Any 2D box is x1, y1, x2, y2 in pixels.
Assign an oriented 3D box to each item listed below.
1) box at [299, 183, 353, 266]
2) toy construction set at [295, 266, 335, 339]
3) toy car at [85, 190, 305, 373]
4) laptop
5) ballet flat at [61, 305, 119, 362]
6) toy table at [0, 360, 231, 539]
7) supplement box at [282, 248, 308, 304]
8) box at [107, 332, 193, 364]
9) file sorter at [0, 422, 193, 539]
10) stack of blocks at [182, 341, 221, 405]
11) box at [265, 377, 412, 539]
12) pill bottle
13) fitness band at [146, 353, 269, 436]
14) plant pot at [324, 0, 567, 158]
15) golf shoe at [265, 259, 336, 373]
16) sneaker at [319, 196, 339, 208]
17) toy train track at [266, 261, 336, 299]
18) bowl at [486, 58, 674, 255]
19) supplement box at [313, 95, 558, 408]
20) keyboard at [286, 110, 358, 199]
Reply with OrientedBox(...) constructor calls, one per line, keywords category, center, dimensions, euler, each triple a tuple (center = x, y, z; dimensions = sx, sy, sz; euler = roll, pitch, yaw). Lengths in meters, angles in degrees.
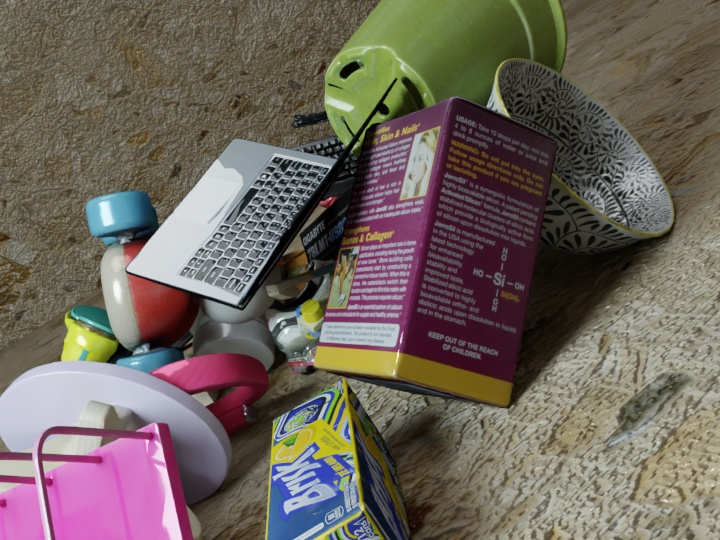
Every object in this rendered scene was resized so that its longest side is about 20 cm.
OrientedBox(category="box", center=(0.061, -0.066, 0.977), dimensions=(0.198, 0.050, 0.198), euler=(-11, -13, -28))
OrientedBox(category="toy construction set", center=(0.042, 0.010, 0.819), dimensions=(0.200, 0.092, 0.131), euler=(-46, 46, -7))
OrientedBox(category="toy car", center=(-0.152, 0.011, 0.915), dimensions=(0.198, 0.186, 0.177), euler=(-11, -2, -9))
OrientedBox(category="laptop", center=(-0.087, -0.076, 0.774), dimensions=(0.198, 0.117, 0.188), euler=(15, 52, 25))
OrientedBox(category="ballet flat", center=(-0.293, 0.079, 0.986), dimensions=(0.068, 0.066, 0.200), euler=(-67, 13, -3))
OrientedBox(category="toy table", center=(-0.211, 0.162, 0.735), dimensions=(0.198, 0.186, 0.117), euler=(4, 24, 2))
OrientedBox(category="supplement box", center=(-0.069, 0.018, 1.119), dimensions=(0.199, 0.068, 0.067), euler=(-18, 54, 46))
OrientedBox(category="box", center=(-0.299, 0.113, 1.091), dimensions=(0.192, 0.048, 0.200), euler=(-21, 17, 40))
OrientedBox(category="file sorter", center=(-0.221, 0.194, 0.577), dimensions=(0.199, 0.140, 0.125), euler=(-26, -22, 20))
OrientedBox(category="stack of blocks", center=(-0.260, 0.162, 1.057), dimensions=(0.199, 0.059, 0.115), euler=(-28, 13, 10))
OrientedBox(category="box", center=(-0.014, 0.141, 0.569), dimensions=(0.064, 0.070, 0.200), euler=(-32, 13, 3))
OrientedBox(category="pill bottle", center=(-0.147, 0.019, 1.057), dimensions=(0.119, 0.120, 0.202), euler=(-25, 50, 22))
OrientedBox(category="fitness band", center=(-0.176, 0.135, 0.848), dimensions=(0.199, 0.038, 0.143), euler=(-28, -26, 15))
OrientedBox(category="plant pot", center=(0.063, -0.190, 0.856), dimensions=(0.199, 0.201, 0.190), euler=(-16, 22, 47))
OrientedBox(category="golf shoe", center=(-0.010, 0.019, 0.967), dimensions=(0.199, 0.093, 0.072), euler=(-35, 11, -26))
OrientedBox(category="sneaker", center=(-0.015, -0.089, 1.063), dimensions=(0.086, 0.074, 0.201), euler=(-26, -33, -15))
OrientedBox(category="toy train track", center=(0.000, 0.000, 0.903), dimensions=(0.199, 0.033, 0.114), euler=(-19, 4, -33))
OrientedBox(category="bowl", center=(0.168, -0.080, 0.803), dimensions=(0.094, 0.200, 0.201), euler=(-48, 1, 34))
OrientedBox(category="supplement box", center=(0.054, -0.010, 0.688), dimensions=(0.131, 0.102, 0.202), euler=(-3, 72, 63))
OrientedBox(category="keyboard", center=(-0.019, -0.134, 0.961), dimensions=(0.198, 0.021, 0.128), euler=(-17, 54, -6))
